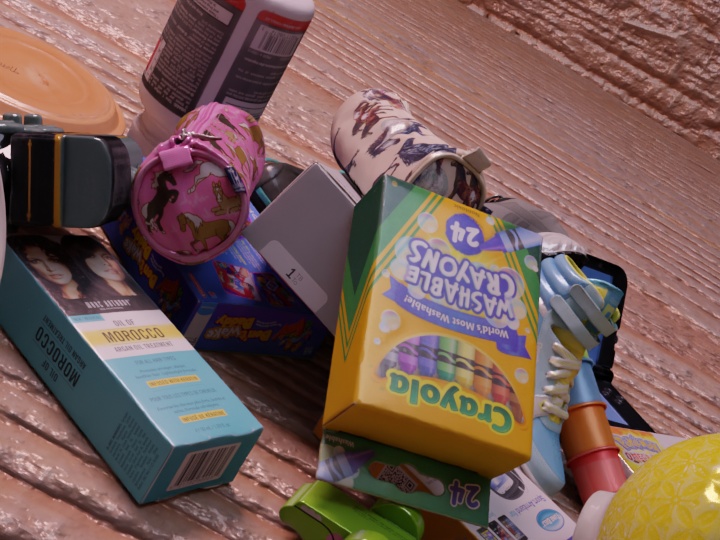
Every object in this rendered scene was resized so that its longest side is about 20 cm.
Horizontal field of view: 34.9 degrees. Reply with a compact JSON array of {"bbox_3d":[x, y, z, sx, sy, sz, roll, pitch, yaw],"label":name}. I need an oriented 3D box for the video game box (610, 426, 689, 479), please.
[{"bbox_3d":[0.302,0.217,0.993,0.199,0.047,0.182,13,26,-38],"label":"video game box"}]

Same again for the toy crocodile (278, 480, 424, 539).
[{"bbox_3d":[0.039,0.194,0.697,0.199,0.062,0.068,30,21,6],"label":"toy crocodile"}]

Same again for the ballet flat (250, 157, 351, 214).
[{"bbox_3d":[-0.046,-0.058,1.088,0.069,0.068,0.200,57,24,17],"label":"ballet flat"}]

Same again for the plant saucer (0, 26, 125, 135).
[{"bbox_3d":[-0.304,-0.169,1.030,0.200,0.032,0.200,26,23,-12],"label":"plant saucer"}]

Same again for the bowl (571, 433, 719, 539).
[{"bbox_3d":[0.203,0.198,0.765,0.107,0.201,0.200,10,10,32],"label":"bowl"}]

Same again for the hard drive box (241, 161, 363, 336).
[{"bbox_3d":[0.000,0.000,0.890,0.156,0.077,0.200,48,4,1],"label":"hard drive box"}]

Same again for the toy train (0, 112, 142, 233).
[{"bbox_3d":[-0.210,-0.066,0.799,0.113,0.086,0.200,4,6,-1],"label":"toy train"}]

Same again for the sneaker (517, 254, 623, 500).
[{"bbox_3d":[0.159,0.076,0.916,0.079,0.130,0.201,30,42,-60],"label":"sneaker"}]

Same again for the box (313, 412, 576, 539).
[{"bbox_3d":[0.071,0.160,0.825,0.200,0.042,0.119,45,26,23],"label":"box"}]

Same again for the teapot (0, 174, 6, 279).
[{"bbox_3d":[-0.293,-0.028,0.613,0.145,0.198,0.200,-4,-1,7],"label":"teapot"}]

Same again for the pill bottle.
[{"bbox_3d":[-0.135,-0.184,1.054,0.116,0.200,0.116,26,24,-12],"label":"pill bottle"}]

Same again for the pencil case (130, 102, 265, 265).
[{"bbox_3d":[-0.116,-0.071,0.854,0.083,0.087,0.200,37,12,-10],"label":"pencil case"}]

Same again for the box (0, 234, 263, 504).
[{"bbox_3d":[-0.156,0.056,0.732,0.200,0.049,0.082,44,25,27],"label":"box"}]

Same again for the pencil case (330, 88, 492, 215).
[{"bbox_3d":[0.036,-0.088,0.930,0.078,0.089,0.200,56,-1,-30],"label":"pencil case"}]

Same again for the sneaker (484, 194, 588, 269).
[{"bbox_3d":[0.115,-0.030,1.013,0.200,0.074,0.080,10,45,-44],"label":"sneaker"}]

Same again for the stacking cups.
[{"bbox_3d":[0.180,0.105,0.978,0.060,0.060,0.201,8,58,-44],"label":"stacking cups"}]

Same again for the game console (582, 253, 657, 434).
[{"bbox_3d":[0.196,0.061,1.074,0.199,0.119,0.172,17,21,-30],"label":"game console"}]

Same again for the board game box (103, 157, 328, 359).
[{"bbox_3d":[-0.124,-0.014,0.922,0.134,0.045,0.200,10,31,-42],"label":"board game box"}]

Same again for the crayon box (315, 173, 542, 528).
[{"bbox_3d":[0.049,0.050,0.739,0.125,0.052,0.201,19,58,-19],"label":"crayon box"}]
